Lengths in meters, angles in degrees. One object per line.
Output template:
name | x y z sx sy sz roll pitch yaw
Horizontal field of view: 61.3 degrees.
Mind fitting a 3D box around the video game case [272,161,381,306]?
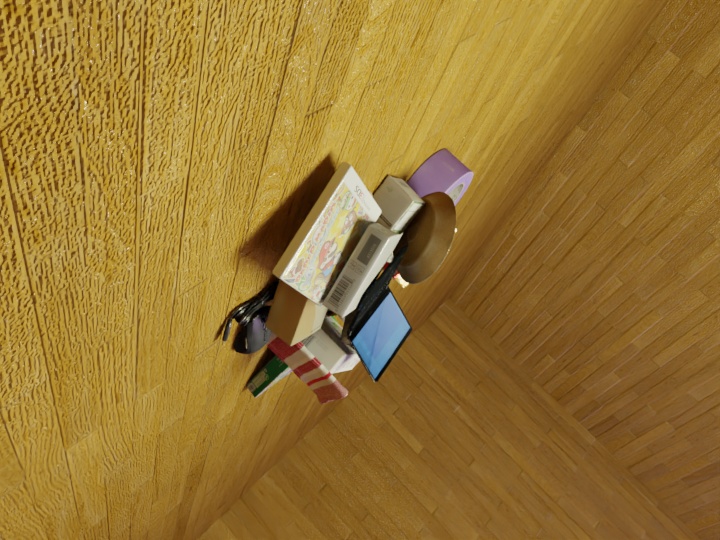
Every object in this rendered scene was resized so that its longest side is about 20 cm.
video game case | -0.046 -0.051 0.987 0.202 0.023 0.182 -58 156 -5

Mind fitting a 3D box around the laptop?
laptop | 0.060 0.086 1.207 0.178 0.102 0.202 -49 169 -43

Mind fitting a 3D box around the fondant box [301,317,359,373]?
fondant box | -0.073 0.151 1.325 0.058 0.144 0.200 -48 166 5

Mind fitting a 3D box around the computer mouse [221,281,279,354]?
computer mouse | -0.209 0.120 1.150 0.140 0.046 0.201 -36 163 -46

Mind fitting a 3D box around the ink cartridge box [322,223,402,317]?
ink cartridge box | 0.011 -0.008 1.106 0.162 0.047 0.200 -60 174 11

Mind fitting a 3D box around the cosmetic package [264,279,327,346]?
cosmetic package | -0.096 0.028 1.116 0.105 0.071 0.203 -29 146 -53

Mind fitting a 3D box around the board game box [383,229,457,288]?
board game box | 0.140 -0.062 1.577 0.200 0.046 0.151 -47 -155 -1

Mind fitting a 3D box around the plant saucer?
plant saucer | 0.121 -0.075 1.268 0.035 0.202 0.201 20 121 -28

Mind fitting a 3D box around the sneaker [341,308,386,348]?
sneaker | 0.013 0.096 1.308 0.078 0.079 0.202 -33 -151 37

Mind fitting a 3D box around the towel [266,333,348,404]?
towel | -0.118 0.193 1.248 0.023 0.200 0.144 -45 -177 -27

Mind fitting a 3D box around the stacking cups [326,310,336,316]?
stacking cups | -0.050 0.079 1.374 0.061 0.060 0.200 -47 167 3

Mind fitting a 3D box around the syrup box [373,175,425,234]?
syrup box | 0.036 -0.090 1.255 0.201 0.082 0.078 -50 162 18

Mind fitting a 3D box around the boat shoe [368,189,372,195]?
boat shoe | -0.017 -0.075 1.144 0.069 0.074 0.201 -32 160 -31

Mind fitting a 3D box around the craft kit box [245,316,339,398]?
craft kit box | -0.165 0.212 1.507 0.200 0.049 0.197 -45 174 39

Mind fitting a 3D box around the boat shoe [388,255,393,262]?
boat shoe | 0.102 -0.049 1.440 0.196 0.065 0.075 -5 113 -23

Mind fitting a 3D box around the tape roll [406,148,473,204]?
tape roll | 0.169 -0.178 1.425 0.200 0.085 0.200 -45 168 -12

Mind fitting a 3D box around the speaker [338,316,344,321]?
speaker | -0.015 0.062 1.543 0.081 0.081 0.201 -41 166 -24
